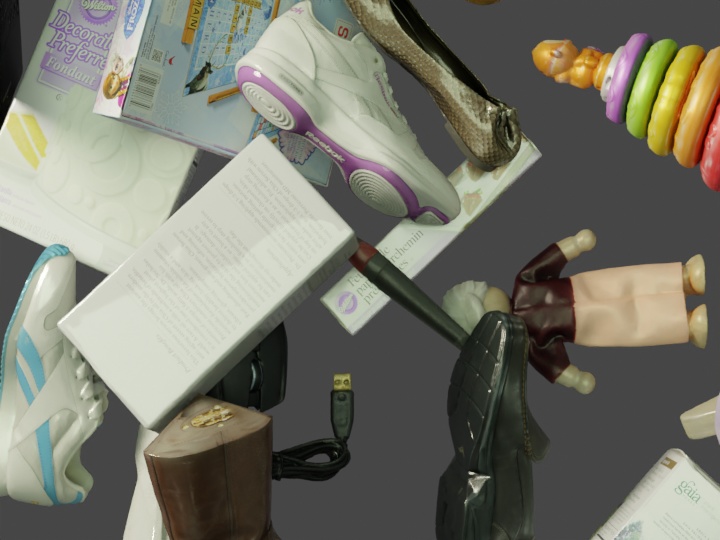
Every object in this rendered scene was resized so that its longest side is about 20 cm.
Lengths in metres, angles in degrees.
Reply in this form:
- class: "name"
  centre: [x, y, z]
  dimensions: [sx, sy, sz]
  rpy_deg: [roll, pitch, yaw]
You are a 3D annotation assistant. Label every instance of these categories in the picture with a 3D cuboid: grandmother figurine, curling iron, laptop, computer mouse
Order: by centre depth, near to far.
- class: "laptop"
  centre: [-0.214, -0.216, 1.481]
  dimensions: [0.102, 0.178, 0.202]
  rpy_deg: [-1, 111, -2]
- class: "curling iron"
  centre: [0.000, 0.000, 1.533]
  dimensions: [0.199, 0.026, 0.050]
  rpy_deg: [32, 110, -4]
- class: "computer mouse"
  centre: [-0.061, 0.063, 1.538]
  dimensions: [0.139, 0.046, 0.202]
  rpy_deg: [4, 70, -33]
- class: "grandmother figurine"
  centre: [0.159, 0.033, 1.554]
  dimensions: [0.198, 0.061, 0.123]
  rpy_deg: [-1, 68, 4]

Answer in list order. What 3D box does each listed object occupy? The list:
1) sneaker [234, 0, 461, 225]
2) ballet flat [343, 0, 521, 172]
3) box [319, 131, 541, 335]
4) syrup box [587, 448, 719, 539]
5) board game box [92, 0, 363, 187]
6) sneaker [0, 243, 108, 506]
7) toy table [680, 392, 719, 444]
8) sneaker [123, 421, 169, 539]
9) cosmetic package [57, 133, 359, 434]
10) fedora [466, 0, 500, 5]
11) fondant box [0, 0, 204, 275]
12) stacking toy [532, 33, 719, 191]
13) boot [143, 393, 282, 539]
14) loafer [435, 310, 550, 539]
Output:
- class: "sneaker"
  centre: [0.007, -0.115, 1.502]
  dimensions: [0.200, 0.075, 0.100]
  rpy_deg: [41, 64, -17]
- class: "ballet flat"
  centre: [0.052, -0.162, 1.517]
  dimensions: [0.046, 0.067, 0.201]
  rpy_deg: [-38, 89, 30]
- class: "box"
  centre: [0.053, -0.032, 1.564]
  dimensions: [0.200, 0.041, 0.039]
  rpy_deg: [-44, 87, -2]
- class: "syrup box"
  centre: [0.199, 0.233, 1.529]
  dimensions: [0.079, 0.081, 0.200]
  rpy_deg: [42, 89, 1]
- class: "board game box"
  centre: [-0.082, -0.183, 1.514]
  dimensions: [0.198, 0.041, 0.202]
  rpy_deg: [18, 87, -40]
- class: "sneaker"
  centre: [-0.226, 0.078, 1.540]
  dimensions: [0.080, 0.077, 0.202]
  rpy_deg: [10, 108, 0]
- class: "toy table"
  centre: [0.336, 0.080, 1.503]
  dimensions: [0.198, 0.117, 0.186]
  rpy_deg: [-13, 95, -9]
- class: "sneaker"
  centre: [-0.120, 0.151, 1.553]
  dimensions: [0.088, 0.075, 0.202]
  rpy_deg: [20, 73, -30]
- class: "cosmetic package"
  centre: [-0.106, 0.011, 1.468]
  dimensions: [0.200, 0.071, 0.102]
  rpy_deg: [-42, 82, -4]
- class: "fedora"
  centre: [0.042, -0.282, 1.534]
  dimensions: [0.081, 0.200, 0.202]
  rpy_deg: [-22, 87, 39]
- class: "fondant box"
  centre: [-0.191, -0.106, 1.563]
  dimensions: [0.143, 0.058, 0.202]
  rpy_deg: [23, 87, 1]
- class: "stacking toy"
  centre: [0.221, -0.134, 1.546]
  dimensions: [0.198, 0.116, 0.111]
  rpy_deg: [22, 91, 16]
- class: "boot"
  centre: [-0.060, 0.170, 1.484]
  dimensions: [0.185, 0.064, 0.202]
  rpy_deg: [-19, 119, -24]
- class: "loafer"
  centre: [0.105, 0.123, 1.530]
  dimensions: [0.072, 0.073, 0.202]
  rpy_deg: [0, 114, -20]
